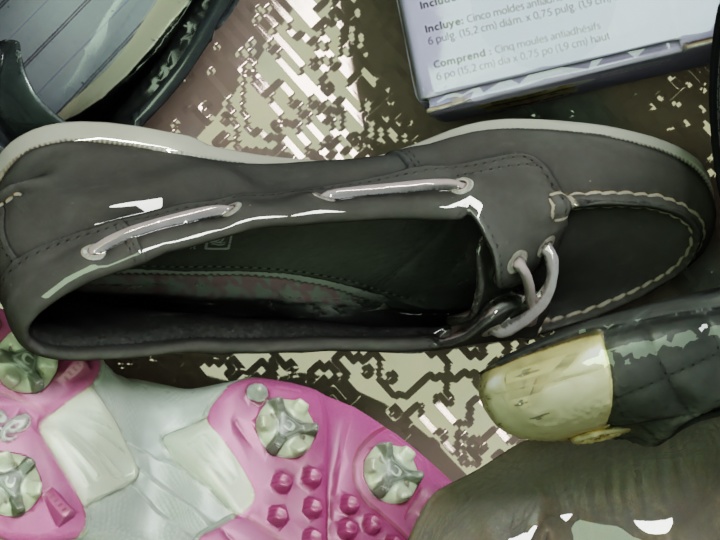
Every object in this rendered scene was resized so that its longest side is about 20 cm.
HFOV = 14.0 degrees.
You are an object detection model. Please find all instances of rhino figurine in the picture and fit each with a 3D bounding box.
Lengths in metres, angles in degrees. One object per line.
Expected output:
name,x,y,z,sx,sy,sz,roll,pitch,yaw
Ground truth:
rhino figurine,0.100,0.063,0.770,0.199,0.060,0.088,-27,91,-12

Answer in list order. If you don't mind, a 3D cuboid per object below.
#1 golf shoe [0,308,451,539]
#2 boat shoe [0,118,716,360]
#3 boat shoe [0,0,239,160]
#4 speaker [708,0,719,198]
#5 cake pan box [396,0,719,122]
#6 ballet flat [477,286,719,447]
golf shoe,-0.054,0.068,0.800,0.199,0.092,0.076,22,63,-12
boat shoe,0.000,0.000,0.768,0.199,0.067,0.057,1,44,-11
boat shoe,-0.085,-0.058,0.787,0.199,0.066,0.075,-44,118,-6
speaker,0.193,-0.043,0.730,0.199,0.081,0.082,-3,88,-10
cake pan box,0.093,-0.151,0.785,0.199,0.052,0.185,-14,85,7
ballet flat,0.128,0.029,0.718,0.199,0.066,0.057,-3,86,-9
